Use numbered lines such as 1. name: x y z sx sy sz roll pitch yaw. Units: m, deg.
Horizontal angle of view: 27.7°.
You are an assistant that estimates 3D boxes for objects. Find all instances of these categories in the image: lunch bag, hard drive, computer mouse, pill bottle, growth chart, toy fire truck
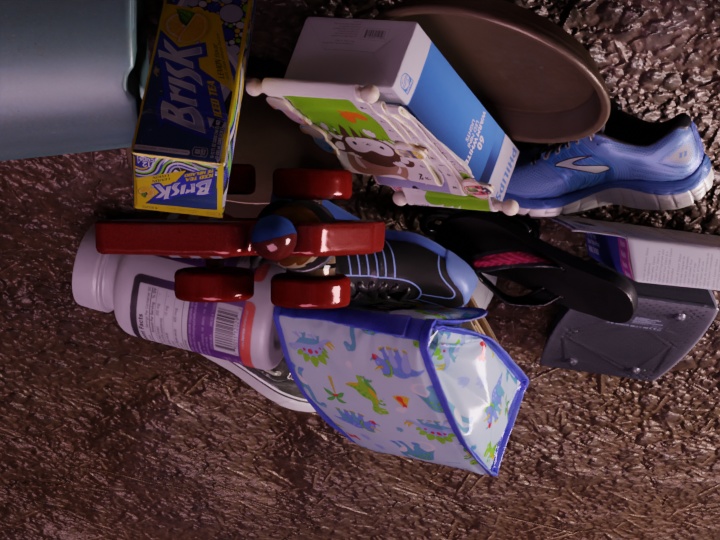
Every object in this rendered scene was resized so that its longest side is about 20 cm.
1. lunch bag: 0.034 0.086 1.319 0.169 0.128 0.200 6 156 34
2. hard drive: 0.252 0.050 1.392 0.134 0.043 0.200 8 156 -3
3. computer mouse: 0.097 0.009 1.385 0.109 0.044 0.200 9 143 -3
4. pill bottle: -0.162 0.017 1.363 0.199 0.112 0.112 14 144 11
5. growth chart: 0.014 -0.096 1.130 0.144 0.018 0.200 4 156 46
6. toy fire truck: -0.088 -0.025 1.136 0.199 0.113 0.168 3 -174 12

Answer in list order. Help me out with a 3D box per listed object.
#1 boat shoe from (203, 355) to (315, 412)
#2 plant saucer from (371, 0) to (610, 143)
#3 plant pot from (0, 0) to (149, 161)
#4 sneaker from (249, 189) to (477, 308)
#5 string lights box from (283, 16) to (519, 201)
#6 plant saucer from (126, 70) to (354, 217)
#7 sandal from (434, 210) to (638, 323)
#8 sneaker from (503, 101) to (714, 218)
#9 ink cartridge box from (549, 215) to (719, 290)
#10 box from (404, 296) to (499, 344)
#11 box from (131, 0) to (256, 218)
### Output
1. boat shoe: -0.091 0.082 1.485 0.199 0.071 0.064 29 139 -25
2. plant saucer: 0.099 -0.157 1.127 0.199 0.030 0.200 19 163 6
3. plant pot: -0.261 -0.167 1.097 0.195 0.201 0.201 -2 143 -3
4. sneaker: 0.000 0.000 1.258 0.199 0.078 0.070 22 151 -1
5. string lights box: 0.038 -0.122 1.155 0.102 0.059 0.200 9 161 34
6. plant saucer: -0.103 -0.106 1.263 0.199 0.030 0.201 3 143 2
7. sandal: 0.142 0.003 1.257 0.199 0.045 0.075 23 150 31
8. sneaker: 0.190 -0.100 1.219 0.199 0.079 0.090 -4 120 22
9. ink cartridge box: 0.258 -0.013 1.242 0.199 0.044 0.196 6 -174 -2
10. box: 0.026 0.037 1.401 0.199 0.021 0.164 6 147 32
11. box: -0.123 -0.137 1.093 0.070 0.201 0.064 6 142 -2
